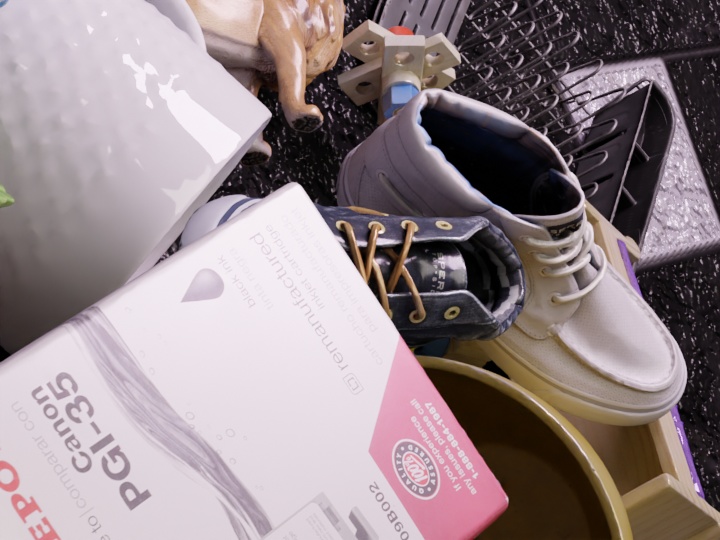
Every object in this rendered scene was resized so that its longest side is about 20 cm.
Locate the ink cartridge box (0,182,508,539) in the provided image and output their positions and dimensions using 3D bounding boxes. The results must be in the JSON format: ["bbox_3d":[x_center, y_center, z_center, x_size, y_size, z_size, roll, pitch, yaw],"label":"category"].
[{"bbox_3d":[-0.065,0.082,0.865,0.200,0.083,0.147,-35,91,-43],"label":"ink cartridge box"}]

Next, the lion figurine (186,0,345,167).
[{"bbox_3d":[-0.084,-0.121,1.211,0.199,0.072,0.123,17,51,-39],"label":"lion figurine"}]

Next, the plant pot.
[{"bbox_3d":[0.044,0.136,1.161,0.142,0.199,0.201,-3,74,-70],"label":"plant pot"}]

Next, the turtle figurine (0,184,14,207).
[{"bbox_3d":[-0.185,0.048,0.940,0.199,0.195,0.144,31,3,2],"label":"turtle figurine"}]

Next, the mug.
[{"bbox_3d":[-0.138,-0.080,1.062,0.175,0.148,0.200,41,42,-2],"label":"mug"}]

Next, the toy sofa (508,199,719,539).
[{"bbox_3d":[0.127,0.071,1.302,0.097,0.083,0.201,38,28,-43],"label":"toy sofa"}]

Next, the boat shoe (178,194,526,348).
[{"bbox_3d":[0.000,0.000,1.076,0.200,0.090,0.071,1,82,-66],"label":"boat shoe"}]

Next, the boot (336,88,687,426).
[{"bbox_3d":[0.084,-0.005,1.179,0.199,0.096,0.074,34,61,-7],"label":"boot"}]

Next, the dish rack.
[{"bbox_3d":[0.087,-0.095,1.409,0.200,0.054,0.154,45,43,-25],"label":"dish rack"}]

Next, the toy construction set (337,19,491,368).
[{"bbox_3d":[0.028,-0.022,1.273,0.130,0.092,0.202,13,65,-21],"label":"toy construction set"}]

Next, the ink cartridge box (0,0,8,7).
[{"bbox_3d":[-0.236,-0.155,0.973,0.116,0.068,0.200,-30,53,-20],"label":"ink cartridge box"}]
